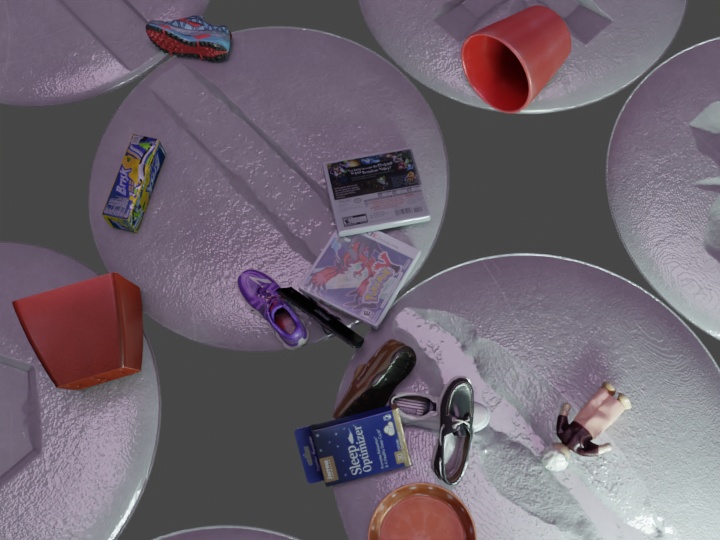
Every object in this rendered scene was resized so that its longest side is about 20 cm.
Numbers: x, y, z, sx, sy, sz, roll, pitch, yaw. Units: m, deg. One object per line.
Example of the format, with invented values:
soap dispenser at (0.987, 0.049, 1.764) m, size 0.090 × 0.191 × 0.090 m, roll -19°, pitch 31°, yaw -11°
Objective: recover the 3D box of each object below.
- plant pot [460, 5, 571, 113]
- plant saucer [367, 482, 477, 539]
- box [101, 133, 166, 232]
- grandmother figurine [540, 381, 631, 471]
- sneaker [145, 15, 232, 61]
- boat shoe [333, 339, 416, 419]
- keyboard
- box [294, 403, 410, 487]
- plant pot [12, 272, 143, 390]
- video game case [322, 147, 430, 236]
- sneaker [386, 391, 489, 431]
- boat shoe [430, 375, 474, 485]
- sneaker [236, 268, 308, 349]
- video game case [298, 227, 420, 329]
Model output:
plant pot at (0.349, -0.472, 1.832) m, size 0.177 × 0.201 × 0.200 m, roll -40°, pitch 72°, yaw -21°
plant saucer at (0.113, 0.492, 1.541) m, size 0.200 × 0.032 × 0.201 m, roll -1°, pitch 68°, yaw 3°
box at (-0.486, -0.188, 1.812) m, size 0.064 × 0.070 × 0.200 m, roll 13°, pitch 70°, yaw 6°
grandmother figurine at (0.422, 0.304, 1.591) m, size 0.200 × 0.061 × 0.121 m, roll -40°, pitch 45°, yaw -9°
sneaker at (-0.395, -0.548, 1.955) m, size 0.200 × 0.079 × 0.096 m, roll 14°, pitch 60°, yaw -1°
boat shoe at (0.023, 0.217, 1.638) m, size 0.200 × 0.076 × 0.074 m, roll -45°, pitch 41°, yaw -5°
keyboard at (-0.081, 0.102, 1.672) m, size 0.200 × 0.104 × 0.040 m, roll 36°, pitch 102°, yaw 15°
box at (-0.015, 0.332, 1.577) m, size 0.200 × 0.032 × 0.121 m, roll -14°, pitch 105°, yaw -2°
plant pot at (-0.526, 0.129, 1.634) m, size 0.200 × 0.200 × 0.177 m, roll -16°, pitch 80°, yaw -4°
video game case at (0.032, -0.169, 1.794) m, size 0.200 × 0.023 × 0.182 m, roll -11°, pitch 64°, yaw -5°
sneaker at (0.147, 0.272, 1.604) m, size 0.199 × 0.071 × 0.073 m, roll 2°, pitch 69°, yaw 3°
boat shoe at (0.175, 0.296, 1.551) m, size 0.074 × 0.060 × 0.200 m, roll 11°, pitch 99°, yaw -16°
sneaker at (-0.174, 0.067, 1.692) m, size 0.081 × 0.083 × 0.200 m, roll -40°, pitch 72°, yaw -12°
video game case at (0.000, 0.000, 1.729) m, size 0.182 × 0.023 × 0.200 m, roll 26°, pitch 65°, yaw 12°
